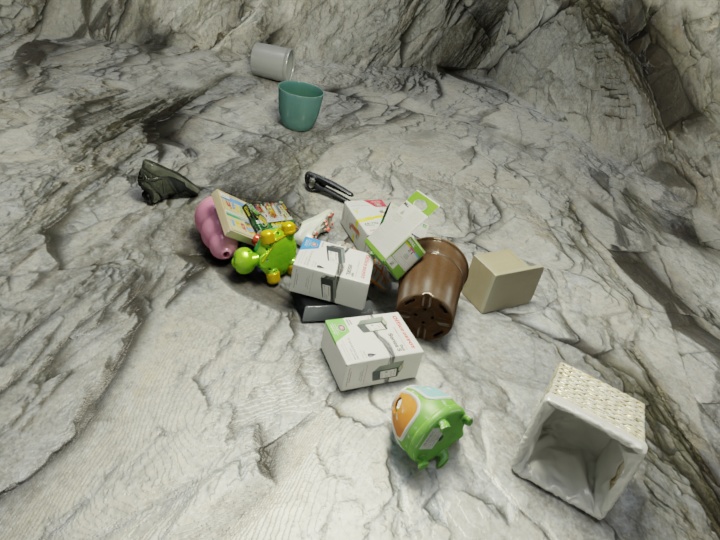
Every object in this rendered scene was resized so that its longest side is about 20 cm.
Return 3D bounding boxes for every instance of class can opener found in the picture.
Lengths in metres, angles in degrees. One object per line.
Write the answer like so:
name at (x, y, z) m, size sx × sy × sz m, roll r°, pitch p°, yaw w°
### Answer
can opener at (-0.111, -0.294, 1.889) m, size 0.196 × 0.065 × 0.079 m, roll 24°, pitch 35°, yaw 16°

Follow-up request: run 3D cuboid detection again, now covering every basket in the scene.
basket at (0.433, 0.330, 1.074) m, size 0.196 × 0.203 × 0.160 m, roll 25°, pitch 31°, yaw 18°

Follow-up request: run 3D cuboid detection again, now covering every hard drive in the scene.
hard drive at (-0.073, 0.070, 1.400) m, size 0.194 × 0.043 × 0.136 m, roll -3°, pitch 38°, yaw -24°

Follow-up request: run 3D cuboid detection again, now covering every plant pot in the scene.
plant pot at (0.176, 0.057, 1.392) m, size 0.194 × 0.204 × 0.201 m, roll 15°, pitch 42°, yaw 3°
plant pot at (-0.264, -0.702, 2.330) m, size 0.194 × 0.165 × 0.203 m, roll 9°, pitch 33°, yaw -6°

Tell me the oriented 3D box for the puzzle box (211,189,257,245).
puzzle box at (-0.319, -0.134, 1.485) m, size 0.199 × 0.025 × 0.136 m, roll 21°, pitch 42°, yaw -62°

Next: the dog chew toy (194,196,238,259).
dog chew toy at (-0.387, -0.112, 1.486) m, size 0.121 × 0.127 × 0.202 m, roll -4°, pitch 45°, yaw -25°

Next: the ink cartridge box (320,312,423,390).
ink cartridge box at (0.025, 0.180, 1.239) m, size 0.194 × 0.086 × 0.146 m, roll -5°, pitch 38°, yaw -25°

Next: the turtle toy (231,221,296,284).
turtle toy at (-0.248, -0.046, 1.435) m, size 0.099 × 0.150 × 0.198 m, roll 14°, pitch 28°, yaw 39°

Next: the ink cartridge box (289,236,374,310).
ink cartridge box at (-0.069, 0.005, 1.378) m, size 0.194 × 0.086 × 0.146 m, roll 15°, pitch 33°, yaw -1°

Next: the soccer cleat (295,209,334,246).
soccer cleat at (-0.143, -0.138, 1.655) m, size 0.076 × 0.071 × 0.201 m, roll 19°, pitch 37°, yaw 14°

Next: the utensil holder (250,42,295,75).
utensil holder at (-0.454, -1.080, 2.802) m, size 0.194 × 0.174 × 0.171 m, roll 14°, pitch 33°, yaw 5°

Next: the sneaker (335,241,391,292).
sneaker at (0.000, 0.000, 1.505) m, size 0.198 × 0.078 × 0.079 m, roll 35°, pitch 40°, yaw -1°

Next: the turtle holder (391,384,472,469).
turtle holder at (0.142, 0.291, 1.072) m, size 0.182 × 0.144 × 0.131 m, roll -16°, pitch 42°, yaw -35°

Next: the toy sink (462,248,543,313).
toy sink at (0.409, 0.023, 1.562) m, size 0.195 × 0.133 × 0.112 m, roll -9°, pitch 39°, yaw -29°

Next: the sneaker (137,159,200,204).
sneaker at (-0.595, -0.252, 1.659) m, size 0.076 × 0.116 × 0.197 m, roll 36°, pitch 11°, yaw 39°

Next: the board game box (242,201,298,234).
board game box at (-0.258, -0.150, 1.569) m, size 0.107 × 0.023 × 0.199 m, roll 61°, pitch 23°, yaw 3°

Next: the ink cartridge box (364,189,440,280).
ink cartridge box at (0.121, -0.095, 1.392) m, size 0.076 × 0.199 × 0.148 m, roll 46°, pitch 2°, yaw -30°

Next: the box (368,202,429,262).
box at (0.113, -0.084, 1.588) m, size 0.142 × 0.036 × 0.204 m, roll 29°, pitch 58°, yaw -10°

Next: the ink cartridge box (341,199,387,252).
ink cartridge box at (0.040, -0.135, 1.697) m, size 0.141 × 0.085 × 0.201 m, roll -5°, pitch 39°, yaw -25°
